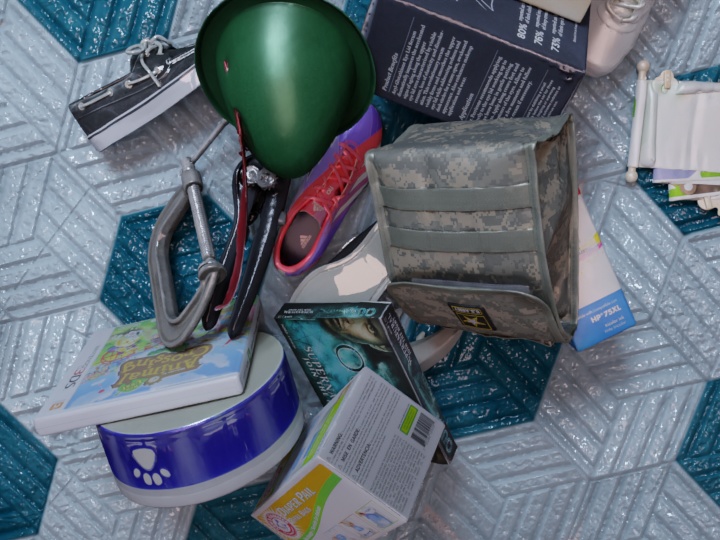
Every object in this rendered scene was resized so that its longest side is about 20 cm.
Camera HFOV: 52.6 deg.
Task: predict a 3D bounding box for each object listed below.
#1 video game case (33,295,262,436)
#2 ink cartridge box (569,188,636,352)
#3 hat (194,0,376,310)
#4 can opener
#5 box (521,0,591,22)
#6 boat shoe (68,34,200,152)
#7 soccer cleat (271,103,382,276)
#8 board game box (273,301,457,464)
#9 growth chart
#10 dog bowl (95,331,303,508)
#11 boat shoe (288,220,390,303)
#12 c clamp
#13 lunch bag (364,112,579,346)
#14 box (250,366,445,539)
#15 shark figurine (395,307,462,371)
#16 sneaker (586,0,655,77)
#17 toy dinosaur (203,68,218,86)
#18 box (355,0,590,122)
[{"bbox_3d":[-0.204,0.089,0.741,0.196,0.183,0.022,-12,112,3],"label":"video game case"},{"bbox_3d":[0.197,-0.033,0.746,0.066,0.116,0.203,-25,98,5],"label":"ink cartridge box"},{"bbox_3d":[-0.068,-0.101,0.620,0.162,0.179,0.201,-5,144,10],"label":"hat"},{"bbox_3d":[-0.110,-0.031,0.738,0.062,0.079,0.204,8,72,8],"label":"can opener"},{"bbox_3d":[0.122,-0.307,0.640,0.197,0.096,0.078,21,141,-1],"label":"box"},{"bbox_3d":[-0.211,-0.203,0.750,0.197,0.074,0.069,-29,112,15],"label":"boat shoe"},{"bbox_3d":[-0.034,-0.083,0.764,0.067,0.073,0.202,29,99,-3],"label":"soccer cleat"},{"bbox_3d":[0.008,0.117,0.749,0.133,0.028,0.202,-3,126,36],"label":"board game box"},{"bbox_3d":[0.378,-0.135,0.777,0.196,0.018,0.148,9,99,0],"label":"growth chart"},{"bbox_3d":[-0.160,0.140,0.733,0.196,0.201,0.080,-13,110,3],"label":"dog bowl"},{"bbox_3d":[0.000,0.000,0.783,0.074,0.060,0.200,43,100,1],"label":"boat shoe"},{"bbox_3d":[-0.174,-0.032,0.736,0.027,0.203,0.170,18,133,-40],"label":"c clamp"},{"bbox_3d":[0.107,-0.025,0.655,0.161,0.117,0.204,4,117,35],"label":"lunch bag"},{"bbox_3d":[-0.018,0.206,0.741,0.101,0.113,0.200,35,140,-4],"label":"box"},{"bbox_3d":[0.059,0.084,0.784,0.212,0.090,0.130,-28,99,7],"label":"shark figurine"},{"bbox_3d":[0.267,-0.291,0.712,0.077,0.099,0.203,21,99,-2],"label":"sneaker"},{"bbox_3d":[-0.081,-0.225,0.741,0.060,0.107,0.201,28,55,11],"label":"toy dinosaur"},{"bbox_3d":[0.106,-0.223,0.690,0.196,0.150,0.105,21,141,-1],"label":"box"}]
